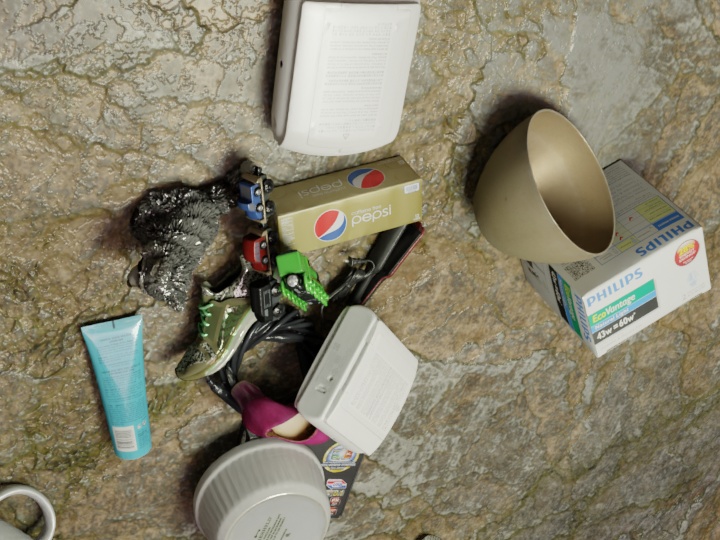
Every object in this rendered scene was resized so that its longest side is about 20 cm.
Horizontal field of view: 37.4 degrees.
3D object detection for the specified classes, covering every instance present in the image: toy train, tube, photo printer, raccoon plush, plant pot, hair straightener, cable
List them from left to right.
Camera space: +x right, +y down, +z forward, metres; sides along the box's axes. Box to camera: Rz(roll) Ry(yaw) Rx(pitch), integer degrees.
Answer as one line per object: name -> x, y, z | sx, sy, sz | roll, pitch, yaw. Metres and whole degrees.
tube -> -0.309, 0.152, 1.383 | 0.076, 0.050, 0.203 | -15, 122, -22
raccoon plush -> -0.192, -0.047, 1.245 | 0.200, 0.134, 0.097 | -42, 129, 5
toy train -> -0.123, -0.028, 1.290 | 0.045, 0.034, 0.203 | -24, 122, -38
cable -> -0.117, 0.136, 1.471 | 0.163, 0.051, 0.200 | -45, 134, -3
toy train -> -0.073, 0.012, 1.338 | 0.041, 0.057, 0.200 | -14, 171, 3
photo printer -> -0.021, -0.231, 1.251 | 0.164, 0.070, 0.203 | -6, 124, -24
hair straightener -> 0.000, 0.000, 1.445 | 0.076, 0.041, 0.201 | 28, 111, -37
photo printer -> 0.003, 0.159, 1.467 | 0.168, 0.069, 0.200 | -62, 149, -11
plant pot -> 0.229, -0.092, 1.414 | 0.133, 0.203, 0.199 | -26, 140, 38

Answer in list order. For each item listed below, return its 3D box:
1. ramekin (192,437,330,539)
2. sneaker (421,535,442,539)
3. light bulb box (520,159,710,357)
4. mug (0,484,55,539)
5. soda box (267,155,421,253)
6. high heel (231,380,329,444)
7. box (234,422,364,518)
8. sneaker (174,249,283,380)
ramekin -> -0.132, 0.344, 1.511 | 0.199, 0.094, 0.205 | -13, 126, -18
sneaker -> 0.134, 0.542, 1.853 | 0.114, 0.073, 0.200 | -39, 130, 7
light bulb box -> 0.350, -0.021, 1.496 | 0.196, 0.201, 0.126 | -29, 130, -5
mug -> -0.483, 0.377, 1.397 | 0.176, 0.146, 0.201 | 51, 62, -33
soda box -> -0.023, -0.082, 1.352 | 0.197, 0.068, 0.065 | -15, 128, -17
high heel -> -0.090, 0.215, 1.442 | 0.067, 0.096, 0.200 | -45, 136, 2
box -> -0.099, 0.298, 1.586 | 0.197, 0.044, 0.162 | 5, 120, -29
sneaker -> -0.184, 0.050, 1.368 | 0.088, 0.077, 0.201 | 39, 93, -29
